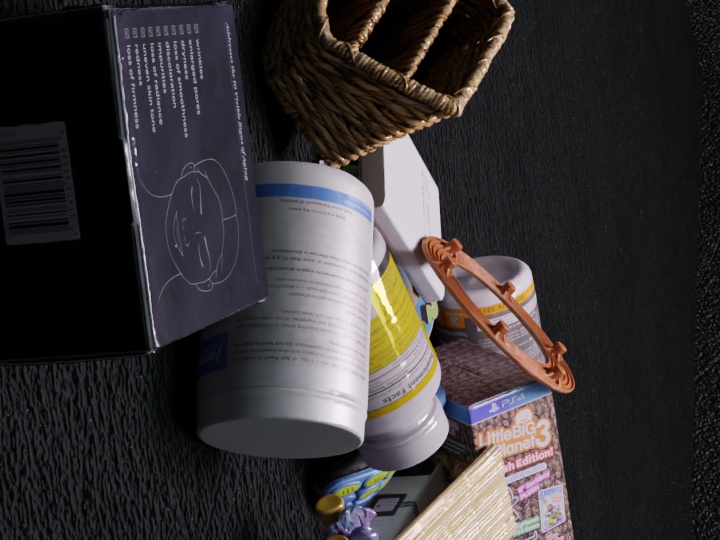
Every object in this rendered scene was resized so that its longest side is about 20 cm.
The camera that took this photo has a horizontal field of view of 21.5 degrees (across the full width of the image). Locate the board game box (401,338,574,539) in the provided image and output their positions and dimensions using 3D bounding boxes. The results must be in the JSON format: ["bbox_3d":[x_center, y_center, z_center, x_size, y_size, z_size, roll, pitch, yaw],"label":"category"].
[{"bbox_3d":[0.116,0.189,1.863,0.096,0.159,0.201,-19,110,-25],"label":"board game box"}]

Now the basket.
[{"bbox_3d":[0.022,-0.209,1.641,0.143,0.149,0.200,54,37,-18],"label":"basket"}]

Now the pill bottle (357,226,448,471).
[{"bbox_3d":[0.002,0.068,1.598,0.112,0.111,0.201,-68,140,-54],"label":"pill bottle"}]

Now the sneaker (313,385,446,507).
[{"bbox_3d":[0.005,0.150,1.720,0.200,0.083,0.071,-48,174,-49],"label":"sneaker"}]

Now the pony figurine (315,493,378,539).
[{"bbox_3d":[-0.017,0.286,1.520,0.193,0.166,0.201,-31,125,-34],"label":"pony figurine"}]

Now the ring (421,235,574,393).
[{"bbox_3d":[0.134,0.037,1.796,0.200,0.019,0.201,43,14,-13],"label":"ring"}]

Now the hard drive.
[{"bbox_3d":[0.039,-0.071,1.804,0.200,0.027,0.133,56,28,-58],"label":"hard drive"}]

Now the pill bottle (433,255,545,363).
[{"bbox_3d":[0.145,0.094,2.073,0.116,0.116,0.201,-56,138,-62],"label":"pill bottle"}]

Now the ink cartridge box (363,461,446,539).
[{"bbox_3d":[0.030,0.266,1.755,0.200,0.066,0.117,-47,130,-66],"label":"ink cartridge box"}]

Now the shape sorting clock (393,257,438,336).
[{"bbox_3d":[0.045,-0.011,1.912,0.200,0.039,0.201,-5,90,-72],"label":"shape sorting clock"}]

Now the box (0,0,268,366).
[{"bbox_3d":[-0.153,-0.059,1.165,0.197,0.123,0.201,-24,108,-70],"label":"box"}]

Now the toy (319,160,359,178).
[{"bbox_3d":[0.000,0.000,1.754,0.115,0.047,0.201,-1,86,-71],"label":"toy"}]

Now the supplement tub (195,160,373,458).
[{"bbox_3d":[-0.056,0.031,1.437,0.132,0.131,0.201,47,42,-63],"label":"supplement tub"}]

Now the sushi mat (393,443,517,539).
[{"bbox_3d":[0.081,0.245,1.706,0.200,0.012,0.096,-38,122,-46],"label":"sushi mat"}]
